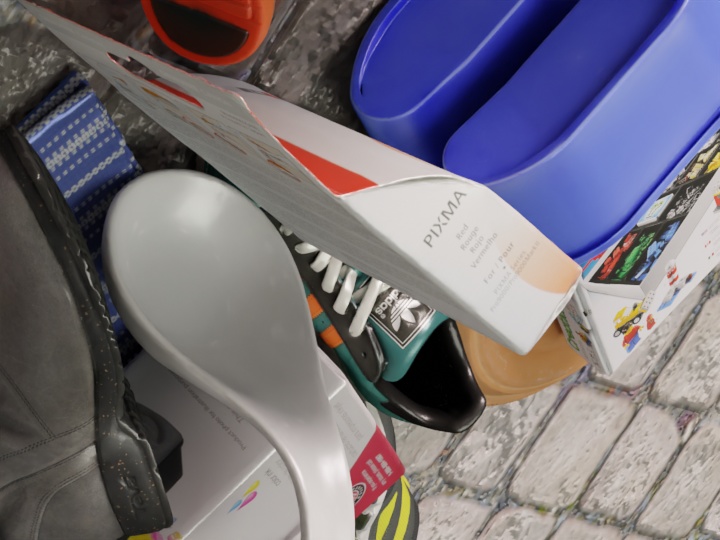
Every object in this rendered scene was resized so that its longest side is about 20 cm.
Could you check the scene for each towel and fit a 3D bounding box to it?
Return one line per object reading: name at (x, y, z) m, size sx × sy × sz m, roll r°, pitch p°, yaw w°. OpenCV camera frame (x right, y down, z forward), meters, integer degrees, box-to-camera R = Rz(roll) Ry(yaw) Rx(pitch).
towel at (-0.141, 0.016, 1.259) m, size 0.145 × 0.024 × 0.200 m, roll -41°, pitch 145°, yaw -12°

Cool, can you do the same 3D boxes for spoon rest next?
spoon rest at (-0.048, 0.048, 1.219) m, size 0.099 × 0.200 × 0.061 m, roll -10°, pitch 165°, yaw -44°

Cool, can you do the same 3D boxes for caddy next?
caddy at (0.092, -0.090, 1.329) m, size 0.200 × 0.141 × 0.105 m, roll -48°, pitch 143°, yaw -5°

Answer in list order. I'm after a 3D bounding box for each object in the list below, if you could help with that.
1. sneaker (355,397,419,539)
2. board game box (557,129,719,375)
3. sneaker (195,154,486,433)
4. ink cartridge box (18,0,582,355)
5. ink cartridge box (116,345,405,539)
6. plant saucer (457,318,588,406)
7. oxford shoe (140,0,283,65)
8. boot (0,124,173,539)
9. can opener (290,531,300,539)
sneaker at (-0.010, 0.115, 1.486) m, size 0.085 × 0.074 × 0.200 m, roll -55°, pitch 154°, yaw -49°
board game box at (0.168, -0.054, 1.435) m, size 0.200 × 0.035 × 0.126 m, roll -45°, pitch 148°, yaw -12°
sneaker at (0.000, 0.000, 1.328) m, size 0.071 × 0.080 × 0.200 m, roll -47°, pitch 131°, yaw -12°
ink cartridge box at (-0.024, -0.054, 1.164) m, size 0.050 × 0.162 × 0.200 m, roll -54°, pitch 132°, yaw -8°
ink cartridge box at (-0.087, 0.112, 1.325) m, size 0.200 × 0.086 × 0.148 m, roll -45°, pitch 158°, yaw -6°
plant saucer at (0.107, -0.015, 1.459) m, size 0.200 × 0.032 × 0.200 m, roll -32°, pitch 143°, yaw -28°
oxford shoe at (-0.056, -0.182, 1.140) m, size 0.073 × 0.071 × 0.200 m, roll -60°, pitch 159°, yaw -48°
boot at (-0.161, 0.048, 1.183) m, size 0.132 × 0.070 × 0.200 m, roll -17°, pitch 116°, yaw -5°
can opener at (-0.071, 0.196, 1.317) m, size 0.200 × 0.053 × 0.066 m, roll -42°, pitch 160°, yaw -6°
